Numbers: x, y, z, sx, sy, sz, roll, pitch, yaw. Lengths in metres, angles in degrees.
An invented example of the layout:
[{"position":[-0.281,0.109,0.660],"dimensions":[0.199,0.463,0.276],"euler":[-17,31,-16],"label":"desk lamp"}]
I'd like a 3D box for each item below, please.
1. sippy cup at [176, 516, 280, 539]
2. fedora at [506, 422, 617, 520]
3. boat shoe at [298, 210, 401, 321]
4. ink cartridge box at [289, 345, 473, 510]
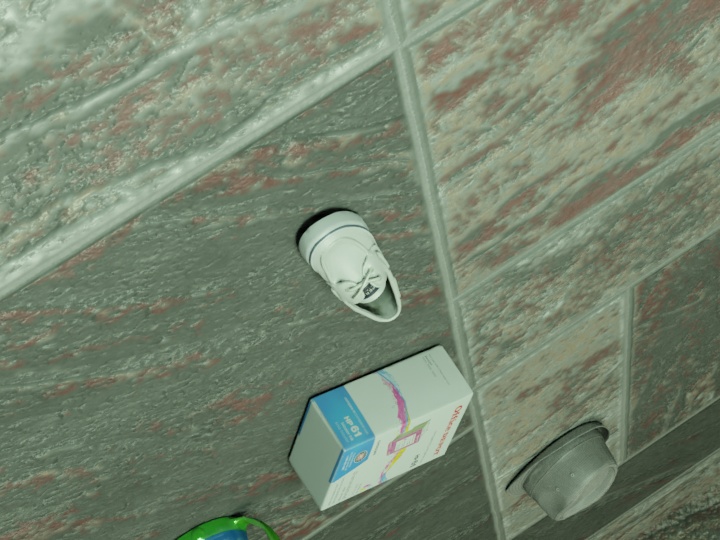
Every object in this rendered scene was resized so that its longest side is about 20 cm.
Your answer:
[{"position":[-0.178,0.404,2.017],"dimensions":[0.139,0.131,0.179],"euler":[-13,146,-40],"label":"sippy cup"},{"position":[0.343,0.339,2.594],"dimensions":[0.200,0.091,0.176],"euler":[-44,153,16],"label":"fedora"},{"position":[0.000,0.000,1.626],"dimensions":[0.073,0.066,0.200],"euler":[-39,155,7],"label":"boat shoe"},{"position":[0.026,0.192,1.963],"dimensions":[0.198,0.085,0.145],"euler":[-22,151,-29],"label":"ink cartridge box"}]
